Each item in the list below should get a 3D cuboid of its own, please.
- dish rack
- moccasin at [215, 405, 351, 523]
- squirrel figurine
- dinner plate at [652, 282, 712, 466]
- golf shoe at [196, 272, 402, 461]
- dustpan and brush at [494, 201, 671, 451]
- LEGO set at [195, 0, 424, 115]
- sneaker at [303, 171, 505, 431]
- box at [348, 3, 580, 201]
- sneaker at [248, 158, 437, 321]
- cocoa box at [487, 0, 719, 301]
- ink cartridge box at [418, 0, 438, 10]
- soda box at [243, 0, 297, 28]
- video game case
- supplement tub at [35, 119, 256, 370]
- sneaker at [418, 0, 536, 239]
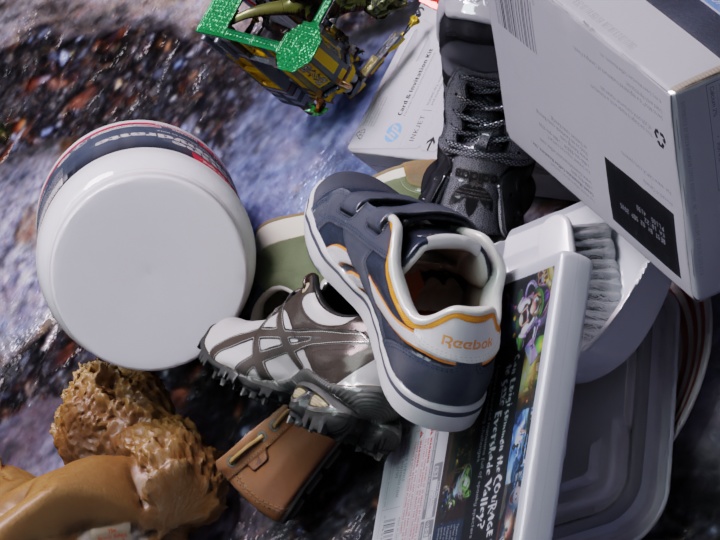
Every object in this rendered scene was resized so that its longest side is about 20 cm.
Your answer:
[{"bbox_3d":[0.086,0.091,1.635,0.199,0.044,0.172,-20,47,36],"label":"dish rack"},{"bbox_3d":[-0.014,0.058,1.763,0.202,0.078,0.074,-52,-6,19],"label":"moccasin"},{"bbox_3d":[-0.183,0.155,1.868,0.200,0.142,0.186,-47,24,-15],"label":"squirrel figurine"},{"bbox_3d":[0.125,0.067,1.665,0.200,0.024,0.201,-28,43,29],"label":"dinner plate"},{"bbox_3d":[-0.023,0.042,1.666,0.200,0.078,0.095,21,91,57],"label":"golf shoe"},{"bbox_3d":[0.112,0.035,1.564,0.139,0.057,0.201,-23,53,37],"label":"dustpan and brush"},{"bbox_3d":[-0.005,-0.183,1.934,0.153,0.116,0.201,6,67,44],"label":"LEGO set"},{"bbox_3d":[0.029,-0.006,1.558,0.200,0.078,0.080,-119,38,-46],"label":"sneaker"},{"bbox_3d":[0.097,-0.126,1.837,0.200,0.041,0.156,9,68,49],"label":"box"},{"bbox_3d":[0.000,0.000,1.823,0.200,0.067,0.090,-19,49,45],"label":"sneaker"},{"bbox_3d":[0.172,-0.103,1.522,0.131,0.134,0.200,-23,37,-17],"label":"cocoa box"},{"bbox_3d":[0.151,-0.196,1.753,0.199,0.057,0.163,29,79,21],"label":"ink cartridge box"},{"bbox_3d":[-0.024,-0.273,2.063,0.200,0.068,0.063,-56,35,-4],"label":"soda box"},{"bbox_3d":[0.059,0.102,1.546,0.182,0.023,0.201,-24,53,63],"label":"video game case"},{"bbox_3d":[-0.140,-0.017,1.875,0.140,0.140,0.200,-50,12,4],"label":"supplement tub"},{"bbox_3d":[0.074,-0.083,1.664,0.075,0.200,0.114,12,75,11],"label":"sneaker"}]
